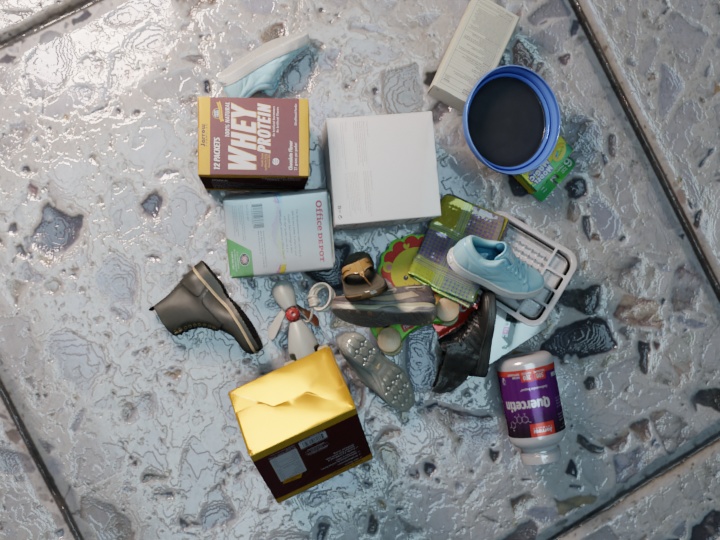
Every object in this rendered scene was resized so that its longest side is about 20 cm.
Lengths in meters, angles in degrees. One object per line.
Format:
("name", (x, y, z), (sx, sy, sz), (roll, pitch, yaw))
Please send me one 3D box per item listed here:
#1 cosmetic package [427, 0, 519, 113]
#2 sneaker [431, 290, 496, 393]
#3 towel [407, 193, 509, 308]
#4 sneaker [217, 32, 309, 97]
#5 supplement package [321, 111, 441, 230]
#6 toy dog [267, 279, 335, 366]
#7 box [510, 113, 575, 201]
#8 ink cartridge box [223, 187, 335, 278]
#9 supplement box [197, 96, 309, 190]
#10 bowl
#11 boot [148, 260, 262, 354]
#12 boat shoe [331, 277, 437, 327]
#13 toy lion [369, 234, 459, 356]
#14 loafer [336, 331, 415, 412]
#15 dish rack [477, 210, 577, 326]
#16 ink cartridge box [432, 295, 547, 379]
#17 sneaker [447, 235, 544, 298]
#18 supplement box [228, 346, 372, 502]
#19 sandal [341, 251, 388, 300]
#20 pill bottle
("cosmetic package", (0.220, -0.419, 1.655), (0.102, 0.073, 0.203), (27, 86, -5))
("sneaker", (0.193, 0.133, 1.589), (0.102, 0.060, 0.204), (5, 104, -1))
("towel", (0.186, -0.044, 1.608), (0.142, 0.023, 0.202), (26, 67, 6))
("sneaker", (-0.175, -0.383, 1.623), (0.198, 0.074, 0.083), (-32, 121, -11))
("supplement package", (0.035, -0.182, 1.588), (0.195, 0.147, 0.196), (-5, 89, -6))
("toy dog", (-0.112, 0.125, 1.604), (0.129, 0.097, 0.205), (1, 73, -3))
("box", (0.328, -0.245, 1.674), (0.200, 0.048, 0.118), (44, 84, -5))
("ink cartridge box", (-0.150, -0.072, 1.583), (0.195, 0.088, 0.149), (-5, 100, -4))
("supplement box", (-0.192, -0.224, 1.539), (0.192, 0.200, 0.136), (0, 88, -6))
("bowl", (0.285, -0.284, 1.614), (0.196, 0.039, 0.206), (-1, 92, -15))
("boot", (-0.287, 0.104, 1.587), (0.138, 0.078, 0.201), (-38, 79, -2))
("boat shoe", (0.044, 0.058, 1.567), (0.195, 0.075, 0.075), (2, 59, 4))
("toy lion", (0.091, 0.037, 1.623), (0.197, 0.069, 0.194), (-27, 75, 1))
("loafer", (0.030, 0.192, 1.618), (0.070, 0.069, 0.201), (-46, 110, -18))
("dish rack", (0.298, -0.001, 1.635), (0.198, 0.044, 0.173), (32, 77, 13))
("ink cartridge box", (0.240, 0.085, 1.655), (0.198, 0.044, 0.176), (-31, 93, -6))
("sneaker", (0.259, -0.008, 1.535), (0.196, 0.082, 0.075), (16, 56, -19))
("supplement box", (-0.101, 0.277, 1.508), (0.194, 0.202, 0.134), (-23, 53, -6))
("sandal", (0.000, 0.000, 1.552), (0.080, 0.201, 0.055), (-19, 114, 3))
("pill bottle", (0.329, 0.261, 1.622), (0.110, 0.112, 0.205), (-10, 89, -6))
